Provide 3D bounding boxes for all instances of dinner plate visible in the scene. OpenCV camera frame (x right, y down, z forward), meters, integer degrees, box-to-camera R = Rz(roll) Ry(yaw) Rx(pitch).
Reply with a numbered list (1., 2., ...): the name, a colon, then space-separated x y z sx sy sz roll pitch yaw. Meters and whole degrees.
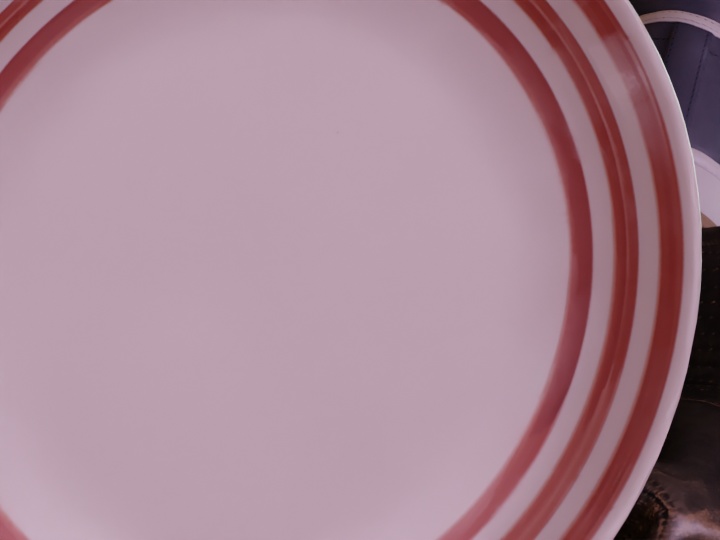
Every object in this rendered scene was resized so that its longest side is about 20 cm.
1. dinner plate: -0.019 0.005 0.618 0.199 0.024 0.202 -6 106 -21

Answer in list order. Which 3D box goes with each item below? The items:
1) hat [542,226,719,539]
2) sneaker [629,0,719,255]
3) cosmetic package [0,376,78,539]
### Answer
1. hat: 0.059 0.078 0.702 0.081 0.200 0.202 11 80 -46
2. sneaker: 0.086 -0.022 0.847 0.200 0.070 0.109 96 10 -67
3. cosmetic package: -0.152 0.051 0.625 0.199 0.122 0.201 -2 91 -46
